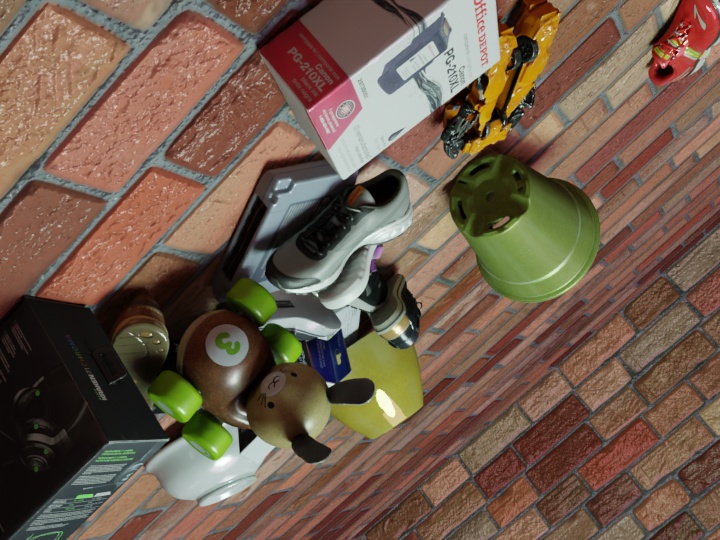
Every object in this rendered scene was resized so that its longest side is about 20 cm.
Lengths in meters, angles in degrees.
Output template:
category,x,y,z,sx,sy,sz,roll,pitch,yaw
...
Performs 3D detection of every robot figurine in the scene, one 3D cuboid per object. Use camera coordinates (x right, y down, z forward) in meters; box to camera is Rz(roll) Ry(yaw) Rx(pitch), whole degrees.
category,x,y,z,sx,sy,sz,roll,pitch,yaw
robot figurine,0.155,-0.216,0.998,0.144,0.058,0.200,-26,155,-28

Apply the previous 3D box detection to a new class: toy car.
category,x,y,z,sx,sy,sz,roll,pitch,yaw
toy car,-0.090,0.129,0.920,0.165,0.199,0.158,-52,140,-25

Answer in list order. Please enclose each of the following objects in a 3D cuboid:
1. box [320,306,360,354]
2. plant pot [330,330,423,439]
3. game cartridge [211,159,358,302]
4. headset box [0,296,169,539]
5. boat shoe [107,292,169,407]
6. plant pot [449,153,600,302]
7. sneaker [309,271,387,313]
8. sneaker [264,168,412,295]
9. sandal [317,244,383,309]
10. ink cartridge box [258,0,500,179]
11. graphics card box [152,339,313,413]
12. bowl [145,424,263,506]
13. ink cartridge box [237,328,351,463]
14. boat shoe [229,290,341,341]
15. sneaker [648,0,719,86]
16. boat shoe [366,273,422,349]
category,x,y,z,sx,sy,sz,roll,pitch,yaw
box,-0.092,0.111,1.276,0.199,0.041,0.156,-30,157,-18
plant pot,0.021,0.185,1.394,0.199,0.142,0.200,-33,174,-4
game cartridge,-0.083,-0.046,0.987,0.133,0.042,0.200,-22,153,-45
headset box,-0.306,0.149,0.829,0.200,0.174,0.093,-44,157,11
boat shoe,-0.259,0.109,0.956,0.072,0.068,0.201,14,126,-23
plant pot,0.219,-0.076,1.245,0.200,0.200,0.190,-43,145,12
sneaker,0.000,0.000,1.163,0.088,0.076,0.200,-51,156,14
sneaker,-0.025,-0.048,0.950,0.200,0.074,0.080,-36,150,-24
sandal,-0.005,-0.013,1.032,0.082,0.050,0.203,-14,-150,28
ink cartridge box,0.026,-0.198,0.791,0.200,0.084,0.145,-38,159,-2
graphics card box,-0.173,0.133,1.077,0.199,0.051,0.125,2,151,-37
bowl,-0.220,0.300,1.329,0.200,0.091,0.201,-25,163,-8
ink cartridge box,-0.096,0.165,1.190,0.039,0.100,0.200,35,109,-28
boat shoe,-0.104,0.071,1.136,0.068,0.072,0.199,-49,154,21
sneaker,0.465,-0.329,1.249,0.085,0.077,0.200,-30,157,-6
boat shoe,0.051,0.060,1.272,0.075,0.062,0.200,-41,-166,10
